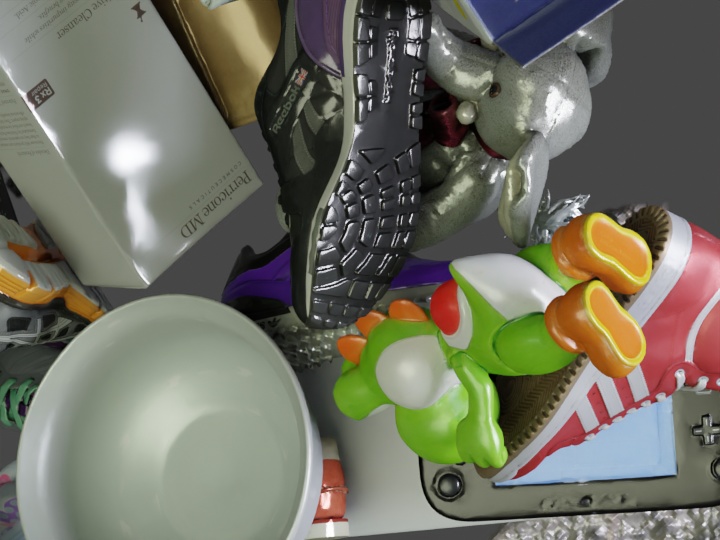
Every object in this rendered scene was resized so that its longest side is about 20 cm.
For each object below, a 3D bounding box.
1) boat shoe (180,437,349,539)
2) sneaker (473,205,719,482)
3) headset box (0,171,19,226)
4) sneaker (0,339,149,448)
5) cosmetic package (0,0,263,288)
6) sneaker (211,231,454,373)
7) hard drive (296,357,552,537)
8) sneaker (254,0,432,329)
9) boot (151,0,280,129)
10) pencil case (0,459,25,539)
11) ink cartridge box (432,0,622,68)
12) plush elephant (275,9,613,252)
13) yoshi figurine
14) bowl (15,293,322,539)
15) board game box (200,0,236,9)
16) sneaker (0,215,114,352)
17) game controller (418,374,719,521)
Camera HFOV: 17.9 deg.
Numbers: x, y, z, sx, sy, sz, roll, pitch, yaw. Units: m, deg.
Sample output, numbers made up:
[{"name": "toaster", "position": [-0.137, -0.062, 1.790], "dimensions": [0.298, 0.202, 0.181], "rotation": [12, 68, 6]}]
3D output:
[{"name": "boat shoe", "position": [-0.096, 0.149, 1.443], "dimensions": [0.200, 0.071, 0.063], "rotation": [-11, 82, 29]}, {"name": "sneaker", "position": [0.157, 0.061, 1.324], "dimensions": [0.112, 0.071, 0.200], "rotation": [23, 119, -27]}, {"name": "headset box", "position": [-0.294, -0.002, 1.409], "dimensions": [0.093, 0.174, 0.200], "rotation": [13, 147, 15]}, {"name": "sneaker", "position": [-0.212, 0.078, 1.480], "dimensions": [0.200, 0.088, 0.074], "rotation": [5, 104, 17]}, {"name": "cosmetic package", "position": [-0.161, -0.098, 1.363], "dimensions": [0.081, 0.113, 0.200], "rotation": [-1, 129, 55]}, {"name": "sneaker", "position": [0.000, 0.000, 1.388], "dimensions": [0.200, 0.070, 0.100], "rotation": [-9, 59, 26]}, {"name": "hard drive", "position": [0.019, 0.100, 1.442], "dimensions": [0.200, 0.027, 0.132], "rotation": [-8, 100, 19]}, {"name": "sneaker", "position": [-0.018, -0.070, 1.252], "dimensions": [0.088, 0.076, 0.200], "rotation": [12, 94, 42]}, {"name": "boot", "position": [-0.133, -0.174, 1.409], "dimensions": [0.175, 0.066, 0.200], "rotation": [-16, 104, 35]}, {"name": "pencil case", "position": [-0.237, 0.192, 1.458], "dimensions": [0.091, 0.200, 0.083], "rotation": [-26, 99, 29]}, {"name": "ink cartridge box", "position": [0.125, -0.202, 1.216], "dimensions": [0.198, 0.200, 0.047], "rotation": [-35, 113, -2]}, {"name": "plush elephant", "position": [0.065, -0.090, 1.306], "dimensions": [0.200, 0.165, 0.155], "rotation": [23, 146, -6]}, {"name": "yoshi figurine", "position": [0.078, 0.050, 1.278], "dimensions": [0.200, 0.112, 0.112], "rotation": [-25, 82, 38]}, {"name": "bowl", "position": [-0.099, 0.120, 1.362], "dimensions": [0.201, 0.090, 0.201], "rotation": [-6, 75, 24]}, {"name": "board game box", "position": [-0.065, -0.234, 1.299], "dimensions": [0.064, 0.200, 0.148], "rotation": [-30, 92, 21]}, {"name": "sneaker", "position": [-0.212, 0.016, 1.409], "dimensions": [0.077, 0.200, 0.078], "rotation": [-40, 73, 7]}, {"name": "game controller", "position": [0.133, 0.095, 1.374], "dimensions": [0.200, 0.042, 0.104], "rotation": [-4, 100, 5]}]
